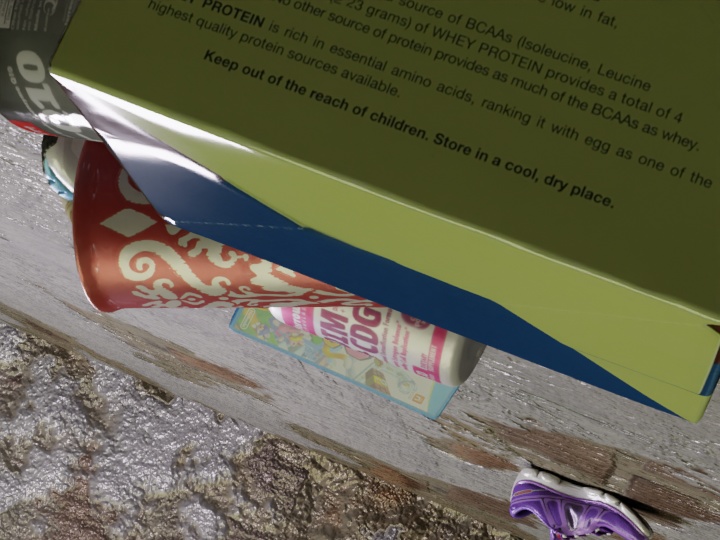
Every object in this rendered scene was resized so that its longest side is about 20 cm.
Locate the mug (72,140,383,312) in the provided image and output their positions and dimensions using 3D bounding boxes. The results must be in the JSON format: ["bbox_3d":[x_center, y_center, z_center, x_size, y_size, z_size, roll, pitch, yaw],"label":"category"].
[{"bbox_3d":[-0.074,-0.045,1.059,0.199,0.134,0.178,3,147,12],"label":"mug"}]

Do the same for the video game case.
[{"bbox_3d":[0.005,0.038,1.385,0.199,0.018,0.143,24,127,-8],"label":"video game case"}]

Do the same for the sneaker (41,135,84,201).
[{"bbox_3d":[-0.170,-0.076,1.341,0.086,0.075,0.200,2,164,40],"label":"sneaker"}]

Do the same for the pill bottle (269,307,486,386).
[{"bbox_3d":[0.000,0.000,1.208,0.199,0.114,0.113,20,168,15],"label":"pill bottle"}]

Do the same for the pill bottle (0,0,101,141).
[{"bbox_3d":[-0.152,-0.130,0.928,0.200,0.114,0.114,10,163,46],"label":"pill bottle"}]

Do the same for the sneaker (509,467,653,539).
[{"bbox_3d":[0.289,0.326,2.165,0.199,0.084,0.081,15,166,30],"label":"sneaker"}]

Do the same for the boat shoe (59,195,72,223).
[{"bbox_3d":[-0.215,-0.065,1.478,0.065,0.071,0.200,56,-175,14],"label":"boat shoe"}]

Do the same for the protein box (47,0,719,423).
[{"bbox_3d":[0.050,-0.091,0.505,0.198,0.201,0.135,21,168,12],"label":"protein box"}]
